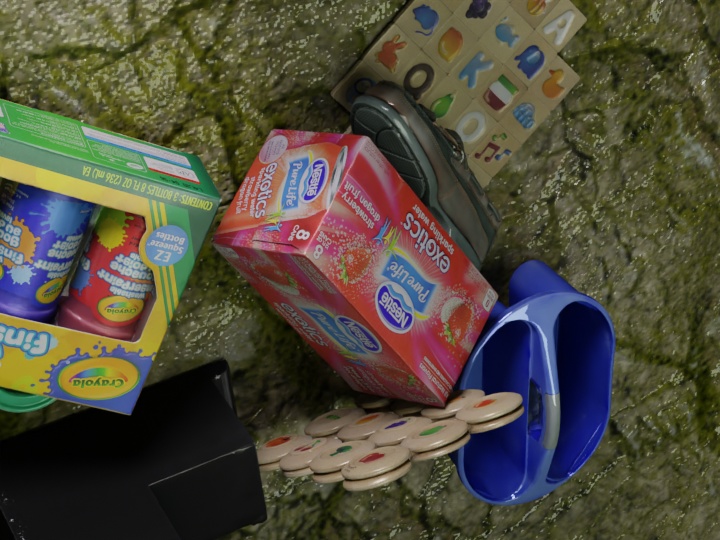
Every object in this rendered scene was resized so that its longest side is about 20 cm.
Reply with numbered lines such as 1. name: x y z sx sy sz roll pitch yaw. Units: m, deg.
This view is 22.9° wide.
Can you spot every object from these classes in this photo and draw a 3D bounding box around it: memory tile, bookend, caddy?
1. memory tile: 0.017 0.116 1.292 0.152 0.199 0.017 -23 99 -27
2. bookend: -0.141 0.182 1.239 0.198 0.199 0.093 -21 128 -19
3. caddy: 0.129 0.092 1.399 0.140 0.105 0.202 -16 127 -20

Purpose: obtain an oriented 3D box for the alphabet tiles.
1. alphabet tiles: 0.072 -0.134 1.285 0.200 0.006 0.166 -48 131 6

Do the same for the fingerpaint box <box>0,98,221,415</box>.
1. fingerpaint box: -0.213 -0.012 1.133 0.198 0.073 0.168 16 111 -27

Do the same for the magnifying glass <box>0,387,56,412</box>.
1. magnifying glass: -0.204 0.010 1.207 0.079 0.022 0.201 13 112 -35

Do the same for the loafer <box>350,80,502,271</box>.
1. loafer: 0.051 -0.073 1.274 0.063 0.072 0.201 -50 141 -18

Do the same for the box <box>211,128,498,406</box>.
1. box: 0.000 0.000 1.250 0.200 0.095 0.100 49 61 -41
